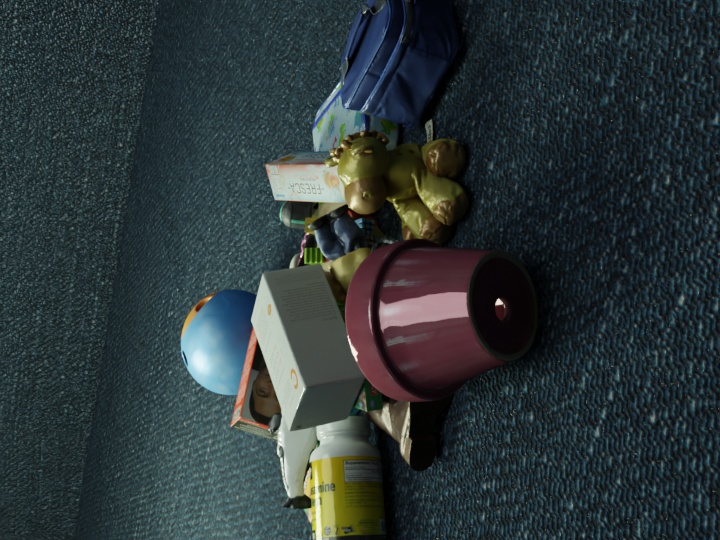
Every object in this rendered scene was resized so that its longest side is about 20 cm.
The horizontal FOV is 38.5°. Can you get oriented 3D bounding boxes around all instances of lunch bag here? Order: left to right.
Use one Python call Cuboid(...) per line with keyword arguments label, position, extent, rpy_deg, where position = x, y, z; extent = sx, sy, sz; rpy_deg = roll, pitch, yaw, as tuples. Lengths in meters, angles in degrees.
Cuboid(label="lunch bag", position=(-0.012, -0.231, 1.681), extent=(0.200, 0.081, 0.163), rpy_deg=(140, 133, -56))
Cuboid(label="lunch bag", position=(0.046, -0.318, 1.484), extent=(0.201, 0.130, 0.137), rpy_deg=(120, 153, -43))

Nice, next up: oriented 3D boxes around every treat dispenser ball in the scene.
Cuboid(label="treat dispenser ball", position=(-0.247, 0.138, 1.989), extent=(0.200, 0.198, 0.205), rpy_deg=(-175, 90, -65))

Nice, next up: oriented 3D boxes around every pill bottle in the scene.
Cuboid(label="pill bottle", position=(-0.021, 0.328, 1.560), extent=(0.112, 0.111, 0.203), rpy_deg=(143, 127, -59))

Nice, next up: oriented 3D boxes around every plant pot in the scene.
Cuboid(label="plant pot", position=(0.109, 0.053, 1.251), extent=(0.178, 0.198, 0.204), rpy_deg=(-14, 73, 48))

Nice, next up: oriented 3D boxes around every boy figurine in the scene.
Cuboid(label="boy figurine", position=(0.000, 0.000, 1.557), extent=(0.202, 0.123, 0.064), rpy_deg=(60, -170, -2))

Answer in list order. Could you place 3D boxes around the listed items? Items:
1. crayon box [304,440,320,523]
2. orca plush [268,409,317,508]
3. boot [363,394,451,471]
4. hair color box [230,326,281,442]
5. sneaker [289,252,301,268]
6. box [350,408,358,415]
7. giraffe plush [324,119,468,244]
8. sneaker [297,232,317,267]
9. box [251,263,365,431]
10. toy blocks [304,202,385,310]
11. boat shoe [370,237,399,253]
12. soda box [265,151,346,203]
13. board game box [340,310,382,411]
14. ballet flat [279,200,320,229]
Cuboid(label="crayon box", position=(-0.080, 0.319, 1.767), extent=(0.200, 0.050, 0.129), rpy_deg=(-127, 47, -56))
Cuboid(label="orca plush", position=(-0.088, 0.286, 1.690), extent=(0.071, 0.104, 0.203), rpy_deg=(33, -136, -69))
Cuboid(label="boot", position=(0.061, 0.163, 1.480), extent=(0.200, 0.063, 0.189), rpy_deg=(-136, 57, -65))
Cuboid(label="hair color box", position=(-0.160, 0.193, 1.848), extent=(0.061, 0.100, 0.203), rpy_deg=(-44, 32, 55))
Cuboid(label="sneaker", position=(-0.105, 0.076, 1.832), extent=(0.111, 0.076, 0.202), rpy_deg=(-45, 51, 42))
Cuboid(label="box", position=(-0.025, 0.184, 1.669), extent=(0.200, 0.048, 0.083), rpy_deg=(126, 140, -50))
Cuboid(label="giraffe plush", position=(0.041, -0.133, 1.442), extent=(0.173, 0.160, 0.202), rpy_deg=(125, 141, -48))
Cuboid(label="sneaker", position=(-0.077, 0.000, 1.725), extent=(0.202, 0.078, 0.095), rpy_deg=(-60, 16, -8))
Cuboid(label="box", position=(-0.081, 0.112, 1.514), extent=(0.125, 0.096, 0.202), rpy_deg=(111, 143, -50))
Cuboid(label="toy blocks", position=(-0.012, -0.042, 1.650), extent=(0.136, 0.099, 0.203), rpy_deg=(-17, 68, 52))
Cuboid(label="boat shoe", position=(0.059, 0.032, 1.430), extent=(0.201, 0.070, 0.092), rpy_deg=(-119, 5, -60))
Cuboid(label="soda box", position=(-0.063, -0.148, 1.623), extent=(0.199, 0.068, 0.064), rpy_deg=(8, 119, 50))
Cuboid(label="board game box", position=(-0.024, 0.131, 1.553), extent=(0.199, 0.029, 0.137), rpy_deg=(-176, 82, -67))
Cuboid(label="ballet flat", position=(-0.068, -0.133, 1.768), extent=(0.201, 0.072, 0.073), rpy_deg=(-56, -2, -46))
